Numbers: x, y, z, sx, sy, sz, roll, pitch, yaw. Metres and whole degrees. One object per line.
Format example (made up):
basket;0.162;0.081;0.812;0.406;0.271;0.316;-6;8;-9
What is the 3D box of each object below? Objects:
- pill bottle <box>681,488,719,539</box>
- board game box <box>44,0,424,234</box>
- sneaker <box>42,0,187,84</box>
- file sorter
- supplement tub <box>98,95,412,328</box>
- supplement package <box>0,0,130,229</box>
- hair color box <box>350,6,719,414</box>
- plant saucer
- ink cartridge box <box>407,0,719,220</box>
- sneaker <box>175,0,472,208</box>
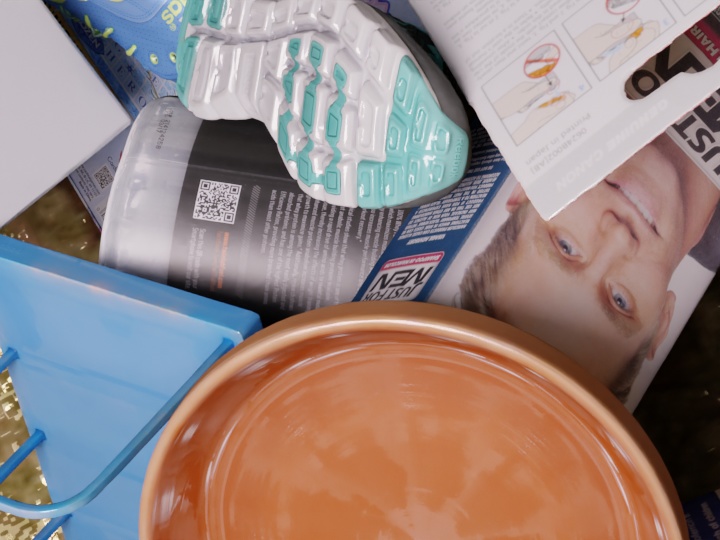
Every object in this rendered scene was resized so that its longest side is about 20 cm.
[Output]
pill bottle;0.105;0.161;1.069;0.200;0.116;0.116;-21;84;2
board game box;-0.073;-0.129;1.215;0.199;0.041;0.200;-37;77;24
sneaker;-0.106;-0.122;1.167;0.200;0.076;0.105;-8;90;26
file sorter;-0.110;0.111;1.084;0.139;0.123;0.200;17;137;32
supplement tub;0.000;0.000;1.125;0.200;0.123;0.123;9;98;8
supplement package;-0.234;-0.060;1.174;0.152;0.151;0.200;53;149;-11
hair color box;0.087;-0.026;1.032;0.100;0.200;0.061;43;155;-21
plant saucer;0.020;0.100;0.978;0.200;0.032;0.201;6;117;12
ink cartridge box;0.102;-0.115;0.996;0.160;0.047;0.200;-38;43;10
sneaker;0.004;-0.074;1.050;0.200;0.091;0.078;39;121;57
